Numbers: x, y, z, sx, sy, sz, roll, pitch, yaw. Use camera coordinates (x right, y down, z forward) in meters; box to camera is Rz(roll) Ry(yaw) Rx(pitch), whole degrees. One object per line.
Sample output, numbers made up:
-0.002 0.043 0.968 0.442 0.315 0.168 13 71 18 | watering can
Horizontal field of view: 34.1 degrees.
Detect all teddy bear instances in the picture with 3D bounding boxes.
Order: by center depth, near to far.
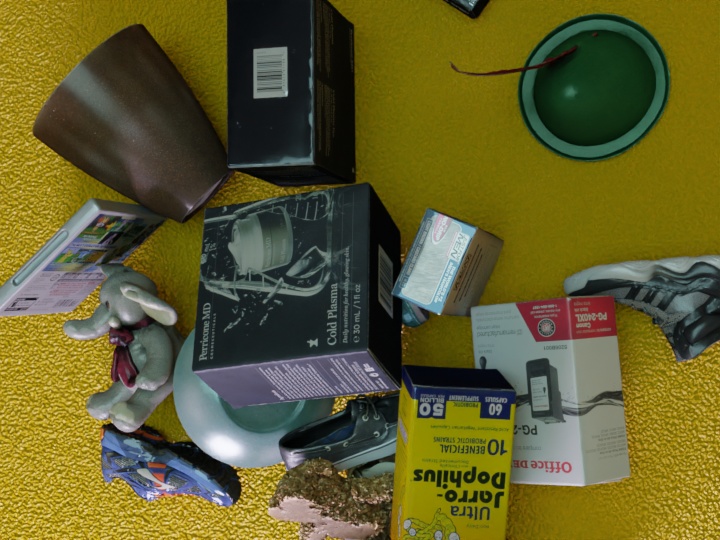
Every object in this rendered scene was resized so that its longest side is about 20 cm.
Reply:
-0.009 0.272 1.335 0.199 0.067 0.145 18 135 -12 | teddy bear

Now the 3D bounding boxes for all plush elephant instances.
-0.275 0.074 1.400 0.200 0.165 0.155 -42 106 -13 | plush elephant

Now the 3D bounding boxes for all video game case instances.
-0.335 -0.014 1.401 0.182 0.200 0.022 -43 81 9 | video game case

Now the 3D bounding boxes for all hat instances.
0.237 -0.207 1.272 0.200 0.176 0.166 -38 79 10 | hat

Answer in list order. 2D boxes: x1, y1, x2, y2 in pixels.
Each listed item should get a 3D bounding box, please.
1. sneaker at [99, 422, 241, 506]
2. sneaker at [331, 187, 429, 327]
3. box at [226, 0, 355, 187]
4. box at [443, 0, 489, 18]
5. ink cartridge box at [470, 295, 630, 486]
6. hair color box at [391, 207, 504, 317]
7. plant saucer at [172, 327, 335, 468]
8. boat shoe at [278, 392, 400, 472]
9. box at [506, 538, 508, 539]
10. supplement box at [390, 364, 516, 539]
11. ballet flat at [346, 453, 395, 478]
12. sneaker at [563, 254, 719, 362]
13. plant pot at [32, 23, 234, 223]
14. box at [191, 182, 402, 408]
-0.234 0.249 1.438 0.199 0.075 0.079 18 101 23 | sneaker
0.000 0.000 1.384 0.080 0.071 0.200 -42 70 10 | sneaker
-0.077 -0.205 1.352 0.104 0.182 0.201 -1 87 15 | box
0.109 -0.431 1.385 0.200 0.048 0.193 35 94 14 | box
0.206 0.133 1.285 0.145 0.083 0.201 -9 84 47 | ink cartridge box
0.100 -0.005 1.288 0.060 0.200 0.100 23 93 14 | hair color box
-0.116 0.133 1.369 0.200 0.039 0.202 0 91 -20 | plant saucer
-0.003 0.177 1.355 0.199 0.070 0.066 -23 124 5 | boat shoe
0.117 0.406 1.343 0.198 0.050 0.200 -41 77 12 | box
0.095 0.209 1.238 0.108 0.110 0.201 3 97 -4 | supplement box
0.078 0.226 1.354 0.199 0.063 0.069 -15 84 13 | ballet flat
0.326 0.045 1.291 0.199 0.075 0.114 -5 86 14 | sneaker
-0.255 -0.158 1.412 0.200 0.187 0.187 45 99 -2 | plant pot
-0.064 0.030 1.273 0.196 0.124 0.201 -9 62 17 | box
